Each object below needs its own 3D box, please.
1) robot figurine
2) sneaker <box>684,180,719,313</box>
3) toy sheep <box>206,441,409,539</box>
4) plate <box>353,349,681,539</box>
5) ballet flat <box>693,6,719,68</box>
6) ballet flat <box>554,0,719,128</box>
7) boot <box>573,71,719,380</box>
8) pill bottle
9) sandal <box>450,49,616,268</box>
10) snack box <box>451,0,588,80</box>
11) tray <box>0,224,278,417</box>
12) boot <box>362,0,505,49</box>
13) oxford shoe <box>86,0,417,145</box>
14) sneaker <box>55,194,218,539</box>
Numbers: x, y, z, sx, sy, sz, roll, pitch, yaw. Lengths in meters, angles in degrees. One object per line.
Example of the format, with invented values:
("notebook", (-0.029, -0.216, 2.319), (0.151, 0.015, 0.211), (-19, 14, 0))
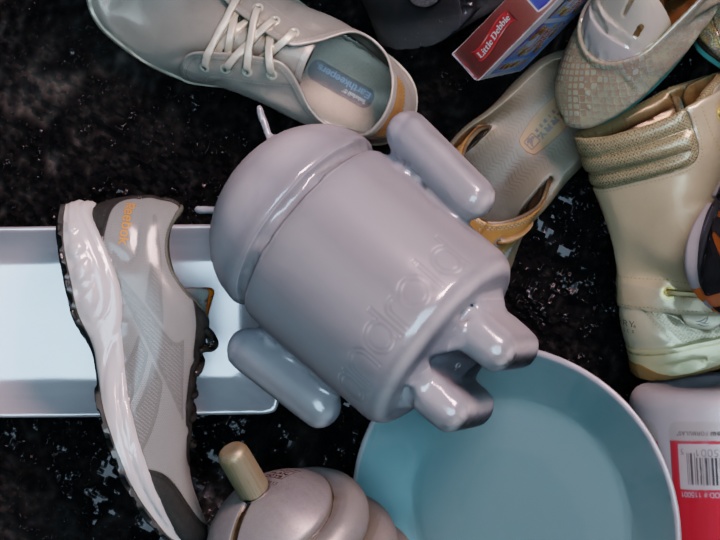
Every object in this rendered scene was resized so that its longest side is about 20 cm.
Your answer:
("robot figurine", (0.000, 0.000, 1.042), (0.200, 0.113, 0.170), (39, 98, 16))
("sneaker", (0.235, -0.068, 1.003), (0.077, 0.112, 0.202), (16, 89, -9))
("toy sheep", (-0.030, 0.177, 1.064), (0.137, 0.138, 0.201), (-24, 120, -2))
("plate", (0.087, 0.139, 1.094), (0.199, 0.026, 0.202), (4, 99, 27))
("ballet flat", (0.279, -0.103, 1.091), (0.199, 0.071, 0.071), (31, 90, -10))
("ballet flat", (0.168, -0.162, 1.053), (0.200, 0.062, 0.068), (-45, 51, 10))
("boot", (0.228, -0.038, 1.095), (0.198, 0.073, 0.157), (-16, 102, 4))
("pill bottle", (0.210, 0.161, 1.088), (0.111, 0.112, 0.202), (-4, 93, -2))
("sandal", (0.075, -0.043, 1.103), (0.080, 0.054, 0.200), (40, 90, -3))
("snack box", (0.135, -0.179, 1.054), (0.024, 0.072, 0.200), (49, 114, 8))
("tray", (-0.146, 0.028, 1.112), (0.198, 0.022, 0.108), (0, 93, -3))
("boot", (-0.017, -0.195, 1.047), (0.164, 0.200, 0.066), (-14, 54, 19))
("oxford shoe", (-0.059, -0.128, 1.093), (0.199, 0.058, 0.076), (25, 93, -2))
("sneaker", (-0.110, 0.055, 1.069), (0.079, 0.074, 0.202), (-14, 93, -8))
